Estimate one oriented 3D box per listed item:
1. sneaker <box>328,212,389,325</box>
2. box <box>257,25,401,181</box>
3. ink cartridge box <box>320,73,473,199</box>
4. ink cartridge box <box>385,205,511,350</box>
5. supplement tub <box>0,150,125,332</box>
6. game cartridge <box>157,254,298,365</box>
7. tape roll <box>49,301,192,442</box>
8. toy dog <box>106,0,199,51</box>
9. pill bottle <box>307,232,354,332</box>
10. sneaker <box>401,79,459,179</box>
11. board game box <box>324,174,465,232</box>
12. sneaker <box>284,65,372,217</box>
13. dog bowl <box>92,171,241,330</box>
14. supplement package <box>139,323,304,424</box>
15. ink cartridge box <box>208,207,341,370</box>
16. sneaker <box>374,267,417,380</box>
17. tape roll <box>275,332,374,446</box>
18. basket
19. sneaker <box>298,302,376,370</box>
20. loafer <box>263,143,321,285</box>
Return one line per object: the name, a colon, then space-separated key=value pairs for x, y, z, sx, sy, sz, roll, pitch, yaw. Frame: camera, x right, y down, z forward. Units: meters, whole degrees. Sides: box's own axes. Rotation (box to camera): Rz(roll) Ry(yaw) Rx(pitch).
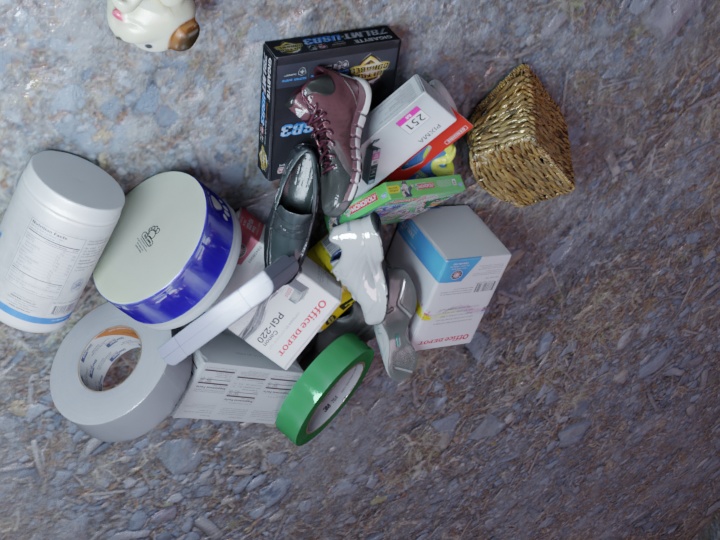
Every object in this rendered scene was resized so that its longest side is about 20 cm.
sneaker: x=0.000 y=0.000 z=1.458 sx=0.085 sy=0.075 sz=0.203 roll=-6 pitch=126 yaw=3
box: x=-0.047 y=-0.237 z=1.364 sx=0.197 sy=0.050 sz=0.201 roll=-14 pitch=134 yaw=-25
ink cartridge box: x=0.057 y=-0.175 z=1.405 sx=0.199 sy=0.044 sz=0.173 roll=-37 pitch=143 yaw=20
ink cartridge box: x=0.135 y=0.013 z=1.662 sx=0.145 sy=0.147 sz=0.202 roll=-5 pitch=131 yaw=-33
supplement tub: x=-0.397 y=-0.035 z=1.225 sx=0.131 sy=0.132 sz=0.202 roll=11 pitch=120 yaw=-43
game cartridge: x=-0.179 y=0.055 z=1.299 sx=0.199 sy=0.042 sz=0.133 roll=-35 pitch=-173 yaw=20
tape roll: x=-0.344 y=0.141 z=1.379 sx=0.199 sy=0.201 sz=0.066 roll=-35 pitch=142 yaw=-2
toy dog: x=-0.233 y=-0.346 z=1.072 sx=0.194 sy=0.138 sz=0.202 roll=-48 pitch=160 yaw=-54
pill bottle: x=-0.066 y=0.027 z=1.549 sx=0.200 sy=0.115 sz=0.114 roll=-42 pitch=141 yaw=5
sneaker: x=0.096 y=-0.197 z=1.489 sx=0.104 sy=0.076 sz=0.202 roll=-25 pitch=140 yaw=-14
board game box: x=0.056 y=-0.104 z=1.485 sx=0.134 sy=0.030 sz=0.198 roll=-27 pitch=170 yaw=39
sneaker: x=-0.056 y=-0.178 z=1.273 sx=0.114 sy=0.204 sz=0.075 roll=19 pitch=159 yaw=-32
dog bowl: x=-0.260 y=-0.028 z=1.281 sx=0.200 sy=0.201 sz=0.079 roll=-42 pitch=139 yaw=6
supplement package: x=-0.219 y=0.145 z=1.512 sx=0.198 sy=0.156 sz=0.112 roll=13 pitch=118 yaw=-44
ink cartridge box: x=-0.145 y=0.029 z=1.439 sx=0.199 sy=0.085 sz=0.146 roll=36 pitch=105 yaw=-15
sneaker: x=0.049 y=0.082 z=1.592 sx=0.069 sy=0.080 sz=0.203 roll=-12 pitch=120 yaw=-19
tape roll: x=-0.057 y=0.196 z=1.582 sx=0.201 sy=0.048 sz=0.201 roll=-48 pitch=165 yaw=-18
basket: x=0.258 y=-0.217 z=1.604 sx=0.141 sy=0.151 sz=0.199 roll=-17 pitch=150 yaw=29
sneaker: x=-0.047 y=0.109 z=1.685 sx=0.091 sy=0.076 sz=0.200 roll=40 pitch=110 yaw=-23
loafer: x=-0.096 y=-0.077 z=1.338 sx=0.067 sy=0.070 sz=0.204 roll=13 pitch=98 yaw=-3
